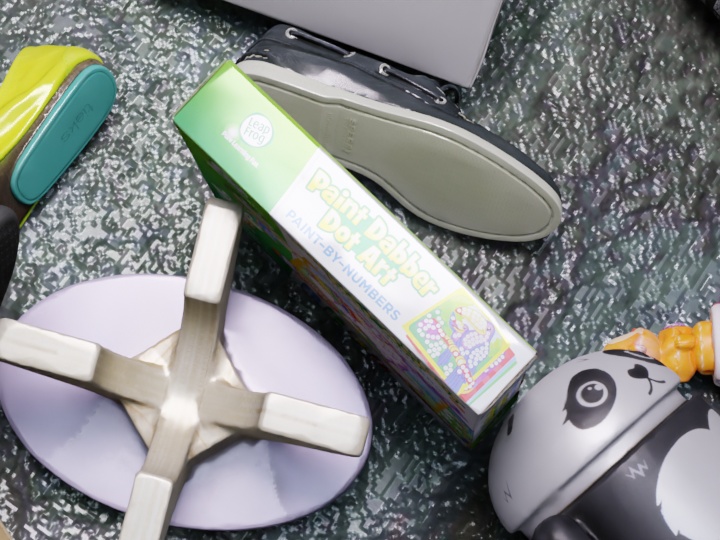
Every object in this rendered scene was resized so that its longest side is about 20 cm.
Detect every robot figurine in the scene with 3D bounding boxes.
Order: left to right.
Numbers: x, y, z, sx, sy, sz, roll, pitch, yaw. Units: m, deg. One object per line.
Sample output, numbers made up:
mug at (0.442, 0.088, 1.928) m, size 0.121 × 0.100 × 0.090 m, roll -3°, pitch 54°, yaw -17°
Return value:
robot figurine at (0.155, 0.133, 0.973) m, size 0.125 × 0.150 × 0.200 m, roll -41°, pitch 80°, yaw -4°

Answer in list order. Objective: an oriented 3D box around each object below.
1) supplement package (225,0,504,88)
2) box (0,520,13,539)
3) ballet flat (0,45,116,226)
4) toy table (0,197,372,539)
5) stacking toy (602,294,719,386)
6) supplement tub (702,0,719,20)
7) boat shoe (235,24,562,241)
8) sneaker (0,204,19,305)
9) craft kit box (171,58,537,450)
supplement package at (-0.004, -0.209, 1.056) m, size 0.198 × 0.120 × 0.122 m, roll 20°, pitch 51°, yaw 1°
box at (-0.218, 0.195, 0.902) m, size 0.163 × 0.021 × 0.201 m, roll -35°, pitch 120°, yaw -15°
ballet flat at (-0.206, -0.042, 1.030) m, size 0.067 × 0.067 × 0.201 m, roll 22°, pitch 67°, yaw 24°
toy table at (-0.091, 0.064, 0.963) m, size 0.197 × 0.117 × 0.186 m, roll 3°, pitch 81°, yaw -1°
stacking toy at (0.227, 0.040, 1.038) m, size 0.198 × 0.116 × 0.111 m, roll -4°, pitch 77°, yaw 7°
supplement tub at (0.284, -0.140, 1.080) m, size 0.122 × 0.123 × 0.200 m, roll -36°, pitch 80°, yaw -16°
boat shoe at (0.023, -0.081, 1.060) m, size 0.197 × 0.075 × 0.066 m, roll 19°, pitch 50°, yaw 4°
sneaker at (-0.245, 0.037, 0.910) m, size 0.107 × 0.067 × 0.203 m, roll 31°, pitch 107°, yaw 10°
craft kit box at (0.000, 0.000, 0.961) m, size 0.200 × 0.198 × 0.049 m, roll 44°, pitch 82°, yaw 9°
